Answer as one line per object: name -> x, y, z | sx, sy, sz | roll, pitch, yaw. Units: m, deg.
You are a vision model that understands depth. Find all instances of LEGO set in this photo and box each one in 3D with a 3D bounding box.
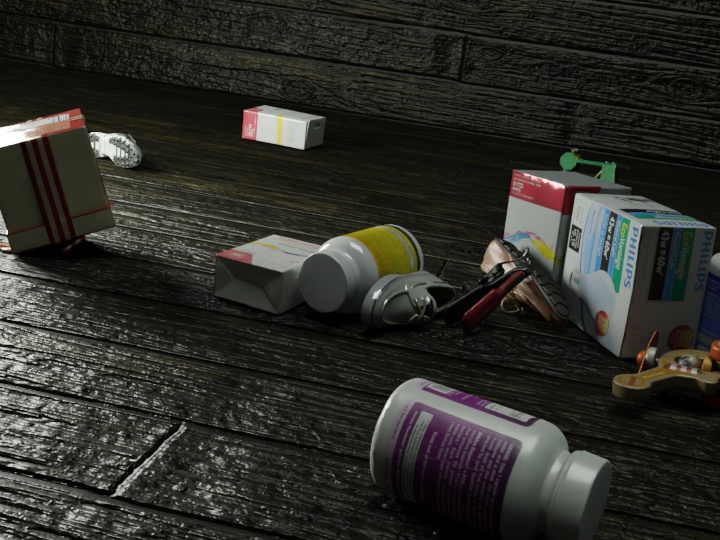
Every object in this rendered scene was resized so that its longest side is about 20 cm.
LEGO set -> 0.493, -0.158, 2.065 | 0.152, 0.203, 0.115 | 2, 3, 32

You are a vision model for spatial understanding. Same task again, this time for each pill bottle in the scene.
pill bottle -> 0.542, 0.040, 1.375 | 0.111, 0.203, 0.112 | 7, 16, -2
pill bottle -> 0.000, 0.000, 1.418 | 0.111, 0.114, 0.199 | 17, 18, 29
pill bottle -> 0.117, 0.177, 0.871 | 0.198, 0.114, 0.112 | 17, 18, 29

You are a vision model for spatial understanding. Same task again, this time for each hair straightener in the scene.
hair straightener -> 0.186, 0.019, 1.446 | 0.076, 0.041, 0.200 | 19, 47, 39

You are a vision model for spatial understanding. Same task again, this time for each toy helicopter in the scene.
toy helicopter -> 0.387, 0.129, 1.232 | 0.198, 0.080, 0.132 | -8, 22, -34

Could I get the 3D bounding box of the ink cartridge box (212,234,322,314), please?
ink cartridge box -> -0.116, -0.002, 1.450 | 0.115, 0.068, 0.200 | 14, 18, 23

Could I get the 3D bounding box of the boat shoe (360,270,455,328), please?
boat shoe -> 0.075, 0.046, 1.385 | 0.069, 0.072, 0.199 | 20, 16, 29

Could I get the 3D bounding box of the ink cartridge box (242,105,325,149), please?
ink cartridge box -> -0.217, -0.407, 2.761 | 0.198, 0.084, 0.145 | 13, 17, 17

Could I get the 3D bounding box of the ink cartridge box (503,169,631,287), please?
ink cartridge box -> 0.332, -0.053, 1.602 | 0.144, 0.203, 0.144 | -1, 16, -30

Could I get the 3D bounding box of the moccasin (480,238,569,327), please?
moccasin -> 0.252, 0.029, 1.515 | 0.073, 0.078, 0.201 | 14, 24, -43

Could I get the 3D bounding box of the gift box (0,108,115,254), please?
gift box -> -0.499, -0.131, 1.520 | 0.198, 0.189, 0.185 | -16, 23, -9

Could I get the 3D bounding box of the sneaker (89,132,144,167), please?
sneaker -> -0.537, -0.279, 2.204 | 0.199, 0.067, 0.090 | 18, 22, 40

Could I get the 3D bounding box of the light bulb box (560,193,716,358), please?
light bulb box -> 0.402, 0.004, 1.437 | 0.123, 0.201, 0.200 | 1, 16, -16
